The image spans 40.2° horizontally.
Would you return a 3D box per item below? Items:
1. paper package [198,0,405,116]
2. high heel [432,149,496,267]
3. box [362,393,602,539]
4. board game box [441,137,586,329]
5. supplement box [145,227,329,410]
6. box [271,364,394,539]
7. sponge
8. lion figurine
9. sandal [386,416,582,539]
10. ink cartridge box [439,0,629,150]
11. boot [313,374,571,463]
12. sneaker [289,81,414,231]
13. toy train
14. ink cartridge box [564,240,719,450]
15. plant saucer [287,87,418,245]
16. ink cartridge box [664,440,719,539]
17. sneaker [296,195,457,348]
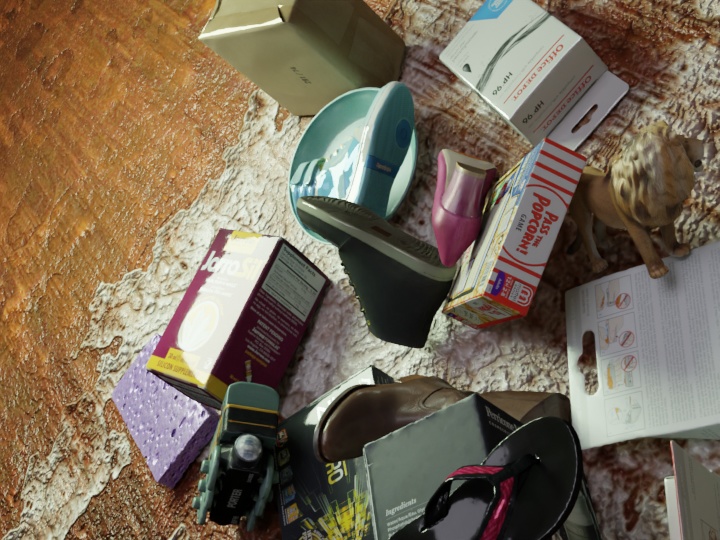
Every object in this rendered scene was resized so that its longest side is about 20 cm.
[{"bbox_3d":[-0.074,-0.295,1.269,0.188,0.199,0.105,3,68,44],"label":"paper package"},{"bbox_3d":[0.105,-0.070,1.037,0.200,0.066,0.098,-88,14,-76],"label":"high heel"},{"bbox_3d":[0.113,0.239,0.798,0.123,0.199,0.200,-29,50,24],"label":"box"},{"bbox_3d":[0.141,-0.027,0.946,0.200,0.046,0.154,131,162,-82],"label":"board game box"},{"bbox_3d":[-0.148,0.064,1.191,0.129,0.103,0.203,7,65,45],"label":"supplement box"},{"bbox_3d":[-0.017,0.226,1.036,0.160,0.049,0.203,-33,47,23],"label":"box"},{"bbox_3d":[-0.261,0.181,1.302,0.112,0.030,0.200,-52,42,6],"label":"sponge"},{"bbox_3d":[0.228,-0.063,0.879,0.072,0.124,0.199,-33,15,-24],"label":"lion figurine"},{"bbox_3d":[0.074,0.177,0.692,0.199,0.045,0.076,-41,47,12],"label":"sandal"},{"bbox_3d":[0.187,-0.219,1.080,0.116,0.067,0.201,-48,44,11],"label":"ink cartridge box"},{"bbox_3d":[0.080,0.146,0.914,0.198,0.185,0.066,6,111,44],"label":"boot"},{"bbox_3d":[-0.019,-0.131,1.154,0.129,0.079,0.204,16,84,38],"label":"sneaker"},{"bbox_3d":[-0.134,0.209,1.083,0.201,0.083,0.116,113,164,-54],"label":"toy train"},{"bbox_3d":[0.277,0.069,0.857,0.198,0.047,0.163,-21,54,37],"label":"ink cartridge box"},{"bbox_3d":[-0.004,-0.124,1.212,0.197,0.036,0.204,-14,67,34],"label":"plant saucer"},{"bbox_3d":[0.244,0.242,0.691,0.044,0.175,0.204,-18,56,34],"label":"ink cartridge box"},{"bbox_3d":[0.000,0.000,1.054,0.198,0.074,0.108,30,114,24],"label":"sneaker"}]
